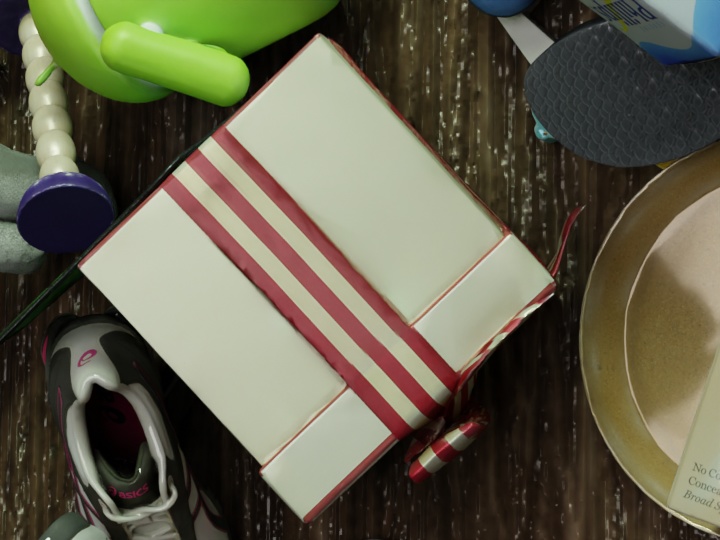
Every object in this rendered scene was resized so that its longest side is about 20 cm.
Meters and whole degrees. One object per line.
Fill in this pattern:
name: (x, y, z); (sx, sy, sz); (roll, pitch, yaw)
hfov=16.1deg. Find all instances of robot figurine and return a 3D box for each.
robot figurine: (-0.087, -0.161, 1.308); (0.199, 0.116, 0.176); (-25, 35, 24)

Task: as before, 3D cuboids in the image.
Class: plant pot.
plant pot: (0.205, 0.033, 1.241); (0.198, 0.027, 0.202); (-3, 84, 25)

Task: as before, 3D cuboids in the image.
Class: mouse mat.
mouse mat: (-0.109, -0.033, 1.288); (0.008, 0.200, 0.161); (46, 116, -3)

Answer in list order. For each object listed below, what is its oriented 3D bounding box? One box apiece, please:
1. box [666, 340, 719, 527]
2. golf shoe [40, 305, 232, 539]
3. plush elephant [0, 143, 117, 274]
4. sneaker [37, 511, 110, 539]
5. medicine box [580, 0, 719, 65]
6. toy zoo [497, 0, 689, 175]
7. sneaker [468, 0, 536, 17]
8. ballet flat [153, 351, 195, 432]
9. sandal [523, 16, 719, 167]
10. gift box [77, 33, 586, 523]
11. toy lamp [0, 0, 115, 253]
box: (0.222, 0.030, 1.176); (0.094, 0.078, 0.202); (17, 92, 25)
golf shoe: (-0.117, 0.119, 1.307); (0.077, 0.088, 0.201); (-20, 110, 0)
plush elephant: (-0.260, -0.027, 1.390); (0.165, 0.200, 0.155); (47, 122, 13)
sneaker: (-0.113, 0.200, 1.288); (0.108, 0.202, 0.067); (31, 63, 18)
medicine box: (0.125, -0.223, 1.145); (0.199, 0.103, 0.183); (35, 89, -7)
toy zoo: (0.156, -0.142, 1.283); (0.131, 0.020, 0.200); (44, 102, 21)
sneaker: (0.072, -0.219, 1.247); (0.065, 0.079, 0.202); (7, 110, 3)
ballet flat: (-0.093, 0.012, 1.353); (0.068, 0.068, 0.201); (27, 96, 26)
sandal: (0.177, -0.103, 1.235); (0.199, 0.043, 0.077); (-15, 102, 24)
gift box: (0.000, 0.000, 1.225); (0.200, 0.185, 0.187); (-42, 91, 8)
toy lamp: (-0.171, -0.099, 1.370); (0.058, 0.058, 0.201); (-30, 45, 19)
